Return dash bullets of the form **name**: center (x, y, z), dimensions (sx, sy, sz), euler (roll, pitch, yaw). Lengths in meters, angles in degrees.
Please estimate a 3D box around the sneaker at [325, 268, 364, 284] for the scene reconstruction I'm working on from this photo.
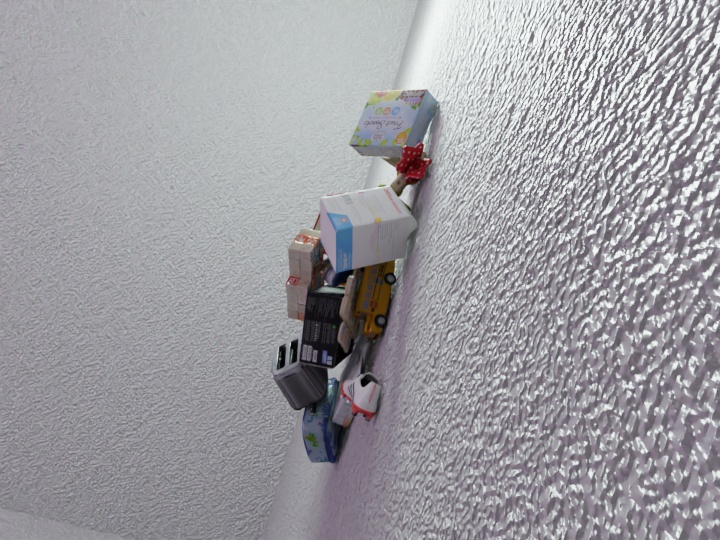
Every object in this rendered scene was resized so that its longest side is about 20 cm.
- **sneaker**: center (0.000, 0.000, 1.683), dimensions (0.076, 0.199, 0.116), euler (59, 170, 23)

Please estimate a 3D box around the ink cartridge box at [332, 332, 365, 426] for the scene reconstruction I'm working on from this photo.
- **ink cartridge box**: center (-0.009, 0.265, 1.596), dimensions (0.163, 0.050, 0.201), euler (-80, 14, -51)

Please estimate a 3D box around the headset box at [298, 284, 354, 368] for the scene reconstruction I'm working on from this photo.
- **headset box**: center (-0.072, 0.133, 1.592), dimensions (0.200, 0.092, 0.176), euler (-17, -64, -76)

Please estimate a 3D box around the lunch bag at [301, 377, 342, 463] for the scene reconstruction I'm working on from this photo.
- **lunch bag**: center (-0.094, 0.392, 1.681), dimensions (0.201, 0.082, 0.162), euler (-79, -15, -54)

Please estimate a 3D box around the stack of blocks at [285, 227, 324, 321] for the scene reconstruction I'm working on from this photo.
- **stack of blocks**: center (-0.135, 0.013, 1.563), dimensions (0.115, 0.058, 0.201), euler (-64, -19, -48)

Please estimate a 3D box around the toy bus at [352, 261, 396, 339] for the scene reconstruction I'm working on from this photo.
- **toy bus**: center (0.034, 0.058, 1.525), dimensions (0.065, 0.078, 0.201), euler (119, 166, -68)

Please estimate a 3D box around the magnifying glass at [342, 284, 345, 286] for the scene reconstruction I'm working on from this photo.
- **magnifying glass**: center (-0.058, 0.096, 1.738), dimensions (0.080, 0.022, 0.202), euler (-97, 14, -73)

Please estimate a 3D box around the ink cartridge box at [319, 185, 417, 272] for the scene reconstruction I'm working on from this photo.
- **ink cartridge box**: center (0.019, -0.098, 1.464), dimensions (0.129, 0.198, 0.126), euler (-116, 21, -44)

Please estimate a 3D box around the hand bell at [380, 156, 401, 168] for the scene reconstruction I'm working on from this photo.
- **hand bell**: center (0.146, -0.367, 1.711), dimensions (0.201, 0.104, 0.104), euler (-59, 9, 16)

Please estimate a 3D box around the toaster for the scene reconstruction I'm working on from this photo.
- **toaster**: center (-0.156, 0.260, 1.637), dimensions (0.130, 0.113, 0.201), euler (59, -166, -29)

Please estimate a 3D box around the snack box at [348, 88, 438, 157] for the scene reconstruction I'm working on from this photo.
- **snack box**: center (0.085, -0.385, 1.682), dimensions (0.199, 0.068, 0.170), euler (13, 76, 44)

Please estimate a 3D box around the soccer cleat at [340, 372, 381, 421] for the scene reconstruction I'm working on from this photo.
- **soccer cleat**: center (0.005, 0.253, 1.360), dimensions (0.086, 0.068, 0.200), euler (-65, 9, 0)

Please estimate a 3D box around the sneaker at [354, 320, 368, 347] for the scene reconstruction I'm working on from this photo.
- **sneaker**: center (-0.015, 0.162, 1.727), dimensions (0.200, 0.080, 0.076), euler (119, 168, -61)

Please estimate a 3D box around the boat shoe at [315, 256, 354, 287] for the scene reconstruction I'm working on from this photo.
- **boat shoe**: center (-0.032, -0.038, 1.569), dimensions (0.200, 0.072, 0.073), euler (-37, -29, -45)

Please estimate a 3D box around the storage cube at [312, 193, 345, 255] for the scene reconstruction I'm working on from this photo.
- **storage cube**: center (-0.037, -0.120, 1.977), dimensions (0.201, 0.179, 0.171), euler (-67, 19, -4)

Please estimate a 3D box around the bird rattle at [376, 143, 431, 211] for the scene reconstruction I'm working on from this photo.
- **bird rattle**: center (0.108, -0.238, 1.561), dimensions (0.163, 0.112, 0.201), euler (-55, -8, -50)

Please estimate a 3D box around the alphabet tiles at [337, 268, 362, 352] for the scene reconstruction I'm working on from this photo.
- **alphabet tiles**: center (-0.018, 0.093, 1.553), dimensions (0.200, 0.014, 0.197), euler (70, -149, -65)
